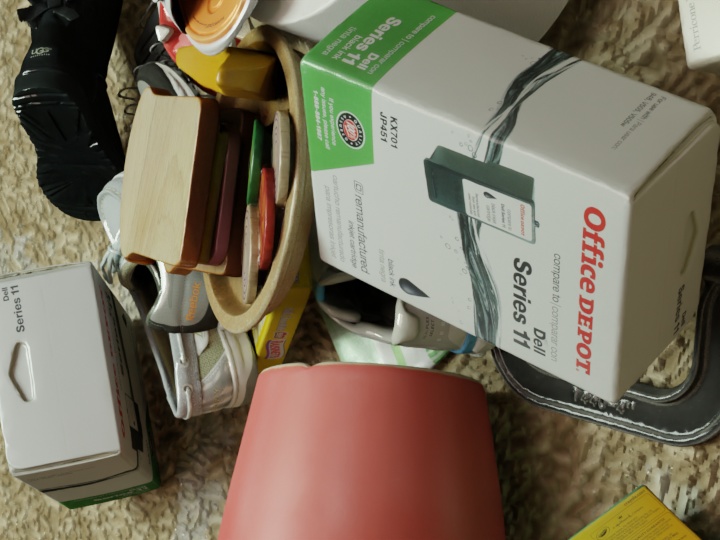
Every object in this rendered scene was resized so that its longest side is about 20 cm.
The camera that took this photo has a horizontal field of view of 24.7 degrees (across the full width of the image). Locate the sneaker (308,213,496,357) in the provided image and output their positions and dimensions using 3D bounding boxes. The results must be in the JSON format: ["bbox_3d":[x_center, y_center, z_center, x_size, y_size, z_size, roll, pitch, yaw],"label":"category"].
[{"bbox_3d":[0.000,0.000,1.029,0.200,0.086,0.075,26,116,54],"label":"sneaker"}]

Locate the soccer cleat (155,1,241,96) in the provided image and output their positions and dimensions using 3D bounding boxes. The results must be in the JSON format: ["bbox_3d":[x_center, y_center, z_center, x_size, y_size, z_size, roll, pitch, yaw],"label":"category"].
[{"bbox_3d":[-0.121,-0.216,1.171,0.068,0.085,0.201,-30,81,20],"label":"soccer cleat"}]

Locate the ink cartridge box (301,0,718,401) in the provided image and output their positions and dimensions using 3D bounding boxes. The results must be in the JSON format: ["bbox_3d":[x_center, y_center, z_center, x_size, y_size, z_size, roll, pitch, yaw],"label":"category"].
[{"bbox_3d":[0.075,-0.041,0.860,0.199,0.083,0.147,25,140,29],"label":"ink cartridge box"}]

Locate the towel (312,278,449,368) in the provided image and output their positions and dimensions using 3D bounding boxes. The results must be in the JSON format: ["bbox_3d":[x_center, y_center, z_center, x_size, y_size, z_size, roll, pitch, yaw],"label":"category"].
[{"bbox_3d":[0.033,-0.018,1.077,0.200,0.023,0.153,-45,58,38],"label":"towel"}]

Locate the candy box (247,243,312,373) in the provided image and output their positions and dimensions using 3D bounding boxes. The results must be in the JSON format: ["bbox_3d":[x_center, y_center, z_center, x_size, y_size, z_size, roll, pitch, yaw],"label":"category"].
[{"bbox_3d":[-0.059,-0.005,1.103,0.200,0.026,0.103,115,148,-69],"label":"candy box"}]

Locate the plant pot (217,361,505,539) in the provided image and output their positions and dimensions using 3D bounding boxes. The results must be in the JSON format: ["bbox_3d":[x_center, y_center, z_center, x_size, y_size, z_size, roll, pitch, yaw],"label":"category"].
[{"bbox_3d":[0.002,0.153,0.999,0.200,0.200,0.178,-11,72,48],"label":"plant pot"}]

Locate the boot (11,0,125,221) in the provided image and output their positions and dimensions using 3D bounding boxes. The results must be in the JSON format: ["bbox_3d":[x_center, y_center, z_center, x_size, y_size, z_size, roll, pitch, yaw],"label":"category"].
[{"bbox_3d":[-0.222,-0.156,1.317,0.073,0.199,0.163,-1,57,8],"label":"boot"}]

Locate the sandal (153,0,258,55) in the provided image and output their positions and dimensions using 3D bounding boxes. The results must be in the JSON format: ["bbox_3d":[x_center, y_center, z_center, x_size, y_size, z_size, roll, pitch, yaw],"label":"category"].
[{"bbox_3d":[-0.113,-0.207,0.979,0.079,0.059,0.207,-52,41,29],"label":"sandal"}]

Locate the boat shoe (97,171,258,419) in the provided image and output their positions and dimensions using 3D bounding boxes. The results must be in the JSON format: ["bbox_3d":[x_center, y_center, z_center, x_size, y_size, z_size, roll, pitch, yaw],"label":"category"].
[{"bbox_3d":[-0.142,0.014,1.169,0.203,0.065,0.075,61,146,22],"label":"boat shoe"}]

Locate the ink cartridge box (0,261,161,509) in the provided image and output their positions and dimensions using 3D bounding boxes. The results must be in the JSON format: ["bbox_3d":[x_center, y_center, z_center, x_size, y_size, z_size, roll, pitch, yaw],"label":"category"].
[{"bbox_3d":[-0.212,0.090,1.231,0.200,0.083,0.147,85,174,-76],"label":"ink cartridge box"}]

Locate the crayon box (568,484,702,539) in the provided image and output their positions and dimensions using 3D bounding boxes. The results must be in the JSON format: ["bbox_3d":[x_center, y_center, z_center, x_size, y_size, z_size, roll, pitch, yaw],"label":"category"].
[{"bbox_3d":[0.114,0.217,0.858,0.119,0.200,0.058,44,160,39],"label":"crayon box"}]

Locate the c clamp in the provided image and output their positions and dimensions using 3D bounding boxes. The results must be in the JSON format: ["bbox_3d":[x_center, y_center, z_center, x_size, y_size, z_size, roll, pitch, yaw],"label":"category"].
[{"bbox_3d":[0.153,0.011,0.930,0.199,0.027,0.172,6,104,41],"label":"c clamp"}]

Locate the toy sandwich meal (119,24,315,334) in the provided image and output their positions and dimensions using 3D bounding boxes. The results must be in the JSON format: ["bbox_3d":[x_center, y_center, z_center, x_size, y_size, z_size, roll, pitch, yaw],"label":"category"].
[{"bbox_3d":[-0.088,-0.058,0.991,0.205,0.070,0.206,-175,90,-68],"label":"toy sandwich meal"}]

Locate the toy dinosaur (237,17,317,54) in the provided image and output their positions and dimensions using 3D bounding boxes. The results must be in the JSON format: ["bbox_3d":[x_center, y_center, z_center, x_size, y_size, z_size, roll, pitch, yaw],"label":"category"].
[{"bbox_3d":[-0.042,-0.166,1.087,0.058,0.101,0.201,-37,66,20],"label":"toy dinosaur"}]

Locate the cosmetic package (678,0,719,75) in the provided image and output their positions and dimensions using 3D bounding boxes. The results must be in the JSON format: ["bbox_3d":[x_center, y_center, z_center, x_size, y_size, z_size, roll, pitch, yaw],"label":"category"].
[{"bbox_3d":[0.251,-0.167,0.793,0.199,0.073,0.104,-15,78,47],"label":"cosmetic package"}]

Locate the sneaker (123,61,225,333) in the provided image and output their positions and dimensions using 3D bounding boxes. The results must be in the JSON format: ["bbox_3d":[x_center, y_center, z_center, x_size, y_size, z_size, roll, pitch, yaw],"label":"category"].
[{"bbox_3d":[-0.130,-0.051,1.122,0.074,0.079,0.201,104,153,-70],"label":"sneaker"}]

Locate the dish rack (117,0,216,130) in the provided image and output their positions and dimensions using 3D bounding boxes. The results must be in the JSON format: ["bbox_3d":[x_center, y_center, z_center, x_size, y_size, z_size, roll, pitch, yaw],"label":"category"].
[{"bbox_3d":[-0.127,-0.136,1.238,0.153,0.054,0.201,-44,58,38],"label":"dish rack"}]

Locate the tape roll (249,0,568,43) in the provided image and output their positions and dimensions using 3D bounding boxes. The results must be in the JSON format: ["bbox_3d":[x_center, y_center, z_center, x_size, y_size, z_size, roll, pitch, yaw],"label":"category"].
[{"bbox_3d":[0.026,-0.223,0.976,0.202,0.139,0.204,-19,65,46],"label":"tape roll"}]
